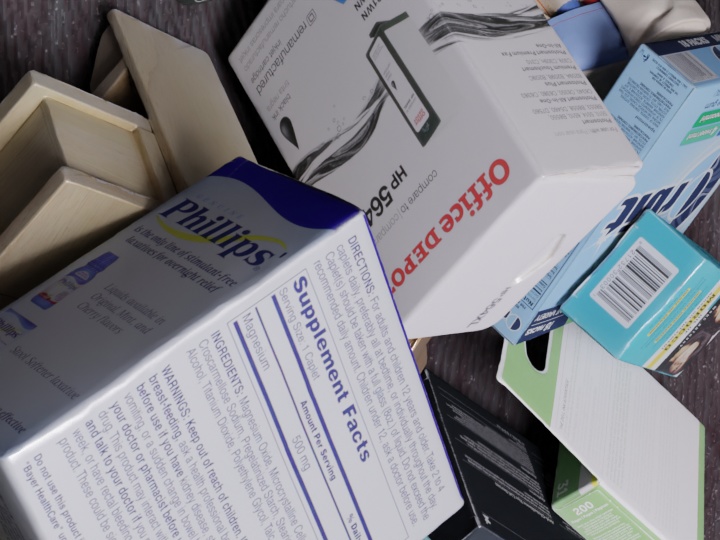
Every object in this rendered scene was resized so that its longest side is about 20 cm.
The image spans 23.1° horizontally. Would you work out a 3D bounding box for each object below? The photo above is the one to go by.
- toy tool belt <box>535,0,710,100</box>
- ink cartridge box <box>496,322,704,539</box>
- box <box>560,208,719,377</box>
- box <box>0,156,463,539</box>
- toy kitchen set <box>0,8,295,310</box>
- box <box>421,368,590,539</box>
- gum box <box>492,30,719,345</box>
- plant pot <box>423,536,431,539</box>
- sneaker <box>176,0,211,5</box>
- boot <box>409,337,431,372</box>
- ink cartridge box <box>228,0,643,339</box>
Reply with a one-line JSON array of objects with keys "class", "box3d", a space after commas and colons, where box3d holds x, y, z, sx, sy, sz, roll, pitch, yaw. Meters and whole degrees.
[{"class": "toy tool belt", "box3d": [0.106, -0.148, 1.078, 0.200, 0.123, 0.125, -17, 151, -24]}, {"class": "ink cartridge box", "box3d": [0.148, 0.098, 1.152, 0.200, 0.146, 0.048, 42, 124, -19]}, {"class": "box", "box3d": [0.194, 0.019, 1.132, 0.082, 0.049, 0.200, -50, 160, 9]}, {"class": "box", "box3d": [-0.075, 0.081, 0.830, 0.200, 0.105, 0.184, -35, 125, -23]}, {"class": "toy kitchen set", "box3d": [-0.147, -0.021, 0.957, 0.200, 0.163, 0.180, 21, 124, -43]}, {"class": "box", "box3d": [0.094, 0.173, 1.123, 0.079, 0.141, 0.200, -42, 126, 16]}, {"class": "gum box", "box3d": [0.172, -0.055, 1.086, 0.170, 0.045, 0.200, -17, 146, -53]}, {"class": "plant pot", "box3d": [-0.052, 0.223, 0.957, 0.200, 0.141, 0.141, -30, 121, 15]}, {"class": "sneaker", "box3d": [-0.016, -0.189, 0.996, 0.200, 0.080, 0.086, -28, 128, -17]}, {"class": "boot", "box3d": [0.025, -0.006, 1.082, 0.075, 0.074, 0.200, 30, 89, -25]}, {"class": "ink cartridge box", "box3d": [0.034, -0.084, 0.940, 0.084, 0.200, 0.146, -7, 148, -43]}]
